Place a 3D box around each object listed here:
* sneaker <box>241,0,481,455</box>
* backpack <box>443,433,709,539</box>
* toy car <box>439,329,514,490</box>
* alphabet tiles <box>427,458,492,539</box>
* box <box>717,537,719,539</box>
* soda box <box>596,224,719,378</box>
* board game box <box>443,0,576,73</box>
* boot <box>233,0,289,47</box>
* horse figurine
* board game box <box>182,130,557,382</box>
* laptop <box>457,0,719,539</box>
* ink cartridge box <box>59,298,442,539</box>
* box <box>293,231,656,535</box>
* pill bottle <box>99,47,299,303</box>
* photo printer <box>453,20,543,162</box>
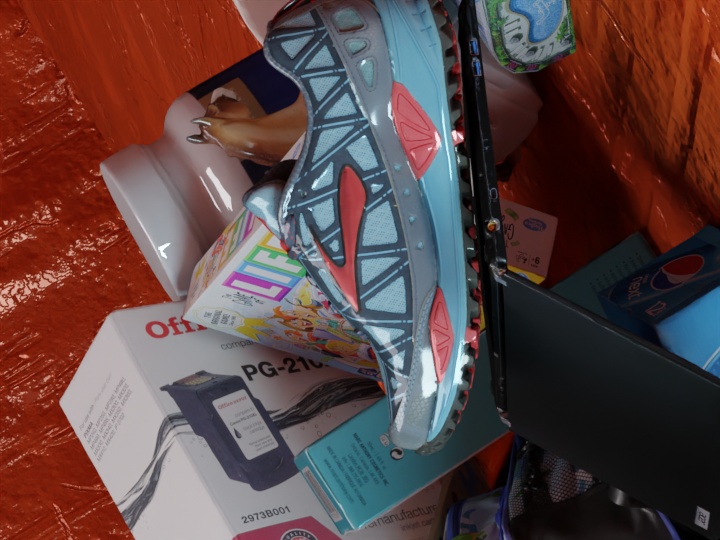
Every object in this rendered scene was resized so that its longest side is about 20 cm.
[{"bbox_3d":[0.000,-0.021,1.084,0.079,0.095,0.201,-59,-36,-83],"label":"sneaker"},{"bbox_3d":[0.129,0.154,1.316,0.183,0.147,0.200,63,-163,-15],"label":"backpack"},{"bbox_3d":[0.101,0.114,1.527,0.150,0.175,0.200,7,138,31],"label":"toy car"},{"bbox_3d":[0.073,0.209,1.345,0.167,0.008,0.200,60,-155,-22],"label":"alphabet tiles"},{"bbox_3d":[0.184,0.241,1.012,0.196,0.117,0.201,21,115,30],"label":"box"},{"bbox_3d":[0.183,0.085,1.165,0.200,0.064,0.068,62,171,-19],"label":"soda box"},{"bbox_3d":[0.037,-0.172,1.143,0.200,0.062,0.200,55,170,32],"label":"board game box"},{"bbox_3d":[-0.049,-0.194,1.164,0.090,0.073,0.200,-124,16,-59],"label":"boot"},{"bbox_3d":[0.016,-0.060,1.351,0.200,0.050,0.133,36,-146,-11],"label":"horse figurine"},{"bbox_3d":[0.000,0.000,1.328,0.134,0.034,0.200,18,156,-12],"label":"board game box"},{"bbox_3d":[0.103,0.004,1.115,0.177,0.103,0.201,82,-178,-65],"label":"laptop"},{"bbox_3d":[-0.051,0.110,1.413,0.200,0.145,0.084,57,136,27],"label":"ink cartridge box"},{"bbox_3d":[0.064,0.058,1.296,0.049,0.200,0.082,57,171,3],"label":"box"},{"bbox_3d":[-0.039,-0.068,1.459,0.116,0.200,0.116,57,171,14],"label":"pill bottle"},{"bbox_3d":[-0.009,-0.149,1.294,0.200,0.069,0.166,55,-163,23],"label":"photo printer"}]
